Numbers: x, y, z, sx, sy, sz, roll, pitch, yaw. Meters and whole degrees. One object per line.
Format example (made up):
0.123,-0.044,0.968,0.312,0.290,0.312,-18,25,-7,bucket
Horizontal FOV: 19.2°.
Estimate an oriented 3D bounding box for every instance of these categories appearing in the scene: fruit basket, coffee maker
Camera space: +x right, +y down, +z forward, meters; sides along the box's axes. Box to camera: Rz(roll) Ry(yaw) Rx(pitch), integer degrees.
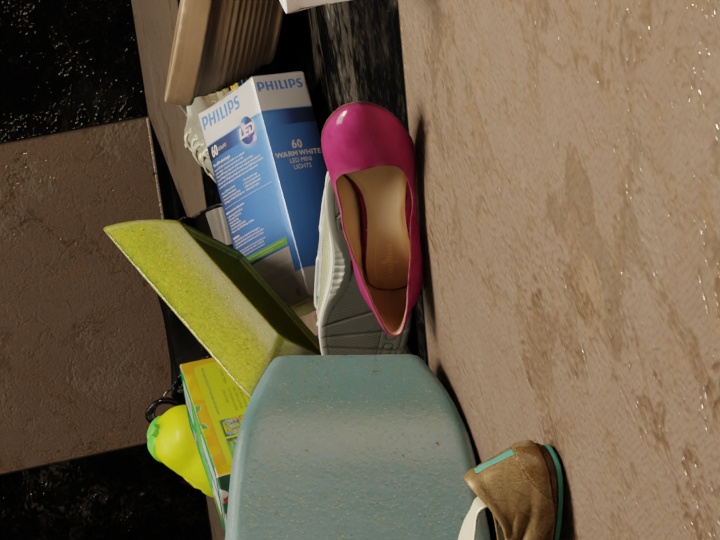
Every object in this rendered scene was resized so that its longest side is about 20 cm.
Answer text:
-0.099,0.186,2.059,0.216,0.215,0.156,-125,22,-67,fruit basket
-0.176,0.047,2.391,0.135,0.192,0.200,64,-173,-52,coffee maker

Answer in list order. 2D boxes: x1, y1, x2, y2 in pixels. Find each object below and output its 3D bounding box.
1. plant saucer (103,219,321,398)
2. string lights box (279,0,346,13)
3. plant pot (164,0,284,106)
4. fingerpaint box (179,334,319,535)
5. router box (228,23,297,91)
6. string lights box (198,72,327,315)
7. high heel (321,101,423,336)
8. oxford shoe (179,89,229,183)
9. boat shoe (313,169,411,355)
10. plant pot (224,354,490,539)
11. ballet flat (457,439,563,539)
-0.100,0.035,1.779,0.200,0.048,0.200,48,-173,20,plant saucer
-0.026,-0.248,1.438,0.200,0.103,0.059,-116,18,-54,string lights box
-0.116,-0.241,1.916,0.201,0.092,0.201,-170,90,-84,plant pot
-0.061,0.144,1.905,0.200,0.166,0.074,-120,20,-60,fingerpaint box
-0.096,-0.186,2.064,0.149,0.051,0.200,106,150,-70,router box
-0.074,-0.064,1.895,0.103,0.059,0.200,-26,77,55,string lights box
0.015,-0.038,1.548,0.200,0.067,0.096,66,-165,-57,high heel
-0.141,-0.121,2.094,0.075,0.058,0.200,90,162,-52,oxford shoe
-0.002,-0.001,1.695,0.065,0.074,0.202,-111,16,-71,boat shoe
-0.009,0.174,1.615,0.196,0.196,0.200,97,172,-62,plant pot
0.095,0.201,1.350,0.068,0.072,0.200,-119,20,-61,ballet flat
